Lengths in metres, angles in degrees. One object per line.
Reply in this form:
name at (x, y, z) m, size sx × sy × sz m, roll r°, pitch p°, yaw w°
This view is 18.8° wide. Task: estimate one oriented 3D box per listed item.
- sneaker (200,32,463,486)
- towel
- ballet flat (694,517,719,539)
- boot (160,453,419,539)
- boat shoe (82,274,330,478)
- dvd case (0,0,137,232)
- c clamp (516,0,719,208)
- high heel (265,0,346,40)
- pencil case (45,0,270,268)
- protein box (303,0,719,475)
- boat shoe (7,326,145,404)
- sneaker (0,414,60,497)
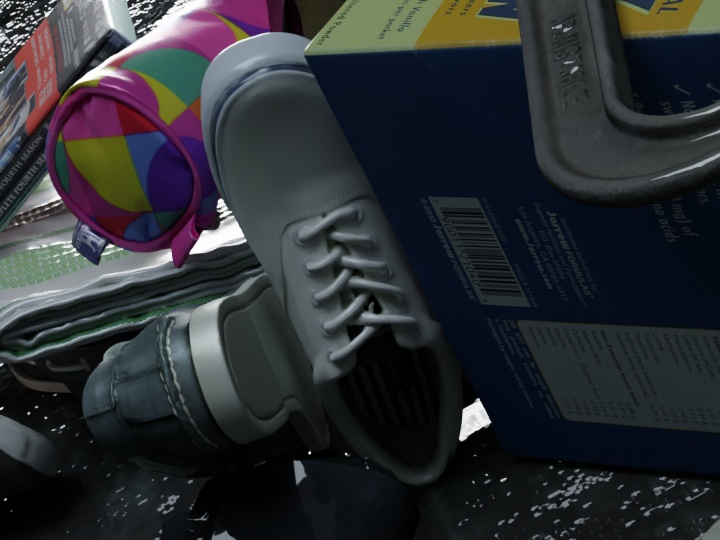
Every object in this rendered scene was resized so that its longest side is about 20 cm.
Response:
sneaker at (0.000, 0.000, 0.819) m, size 0.073 × 0.200 × 0.071 m, roll -25°, pitch 39°, yaw 4°
towel at (-0.108, -0.025, 1.008) m, size 0.148 × 0.031 × 0.200 m, roll -15°, pitch 24°, yaw -6°
ballet flat at (0.118, 0.117, 0.669) m, size 0.067 × 0.064 × 0.200 m, roll -6°, pitch 36°, yaw 34°
boot at (-0.005, 0.128, 0.740) m, size 0.199 × 0.077 × 0.169 m, roll -18°, pitch 34°, yaw 30°
boat shoe at (-0.056, 0.045, 0.843) m, size 0.061 × 0.073 × 0.200 m, roll -20°, pitch -5°, yaw 7°
dvd case at (-0.178, -0.052, 1.051) m, size 0.200 × 0.022 × 0.146 m, roll -49°, pitch 21°, yaw 9°
c clamp at (0.121, -0.095, 0.634) m, size 0.170 × 0.027 × 0.201 m, roll -18°, pitch 34°, yaw 19°
high heel at (-0.001, -0.081, 0.823) m, size 0.067 × 0.200 × 0.096 m, roll -17°, pitch 62°, yaw -17°
pencil case at (-0.061, -0.077, 0.973) m, size 0.088 × 0.089 × 0.200 m, roll -7°, pitch 25°, yaw 32°
protein box at (0.126, -0.042, 0.771) m, size 0.199 × 0.199 × 0.135 m, roll 1°, pitch 41°, yaw 40°
boat shoe at (-0.132, 0.022, 1.024) m, size 0.073 × 0.063 × 0.200 m, roll -36°, pitch 30°, yaw -14°
sneaker at (-0.220, 0.110, 0.980) m, size 0.199 × 0.077 × 0.082 m, roll -10°, pitch 61°, yaw 30°
